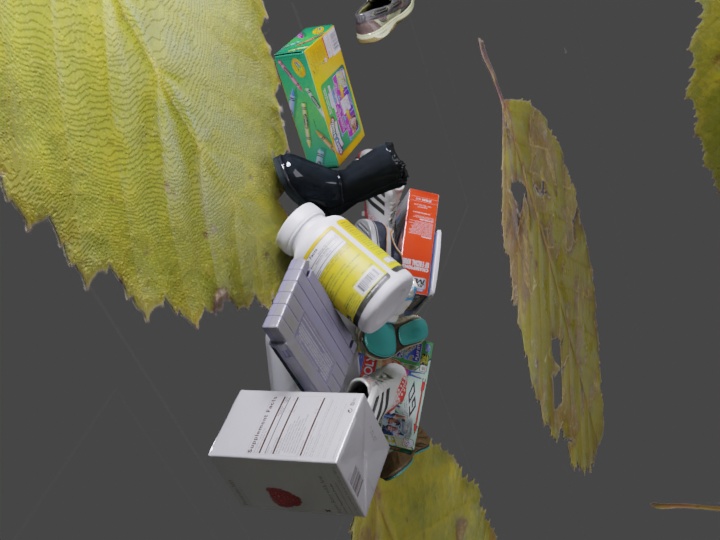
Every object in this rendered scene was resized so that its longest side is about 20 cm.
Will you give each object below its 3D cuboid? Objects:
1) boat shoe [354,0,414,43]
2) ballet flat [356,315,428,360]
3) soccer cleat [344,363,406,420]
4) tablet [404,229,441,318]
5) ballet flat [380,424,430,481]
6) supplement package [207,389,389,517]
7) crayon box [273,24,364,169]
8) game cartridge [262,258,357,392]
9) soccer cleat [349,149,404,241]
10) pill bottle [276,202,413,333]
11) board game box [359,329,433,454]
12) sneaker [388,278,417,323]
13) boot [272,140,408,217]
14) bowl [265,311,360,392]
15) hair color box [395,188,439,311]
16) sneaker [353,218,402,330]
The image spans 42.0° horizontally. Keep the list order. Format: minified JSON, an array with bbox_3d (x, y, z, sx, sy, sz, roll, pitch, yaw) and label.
[{"bbox_3d":[0.044,-0.489,1.729,0.201,0.071,0.066,-58,143,-42],"label":"boat shoe"},{"bbox_3d":[0.040,0.114,1.567,0.199,0.062,0.068,-2,85,-54],"label":"ballet flat"},{"bbox_3d":[0.017,0.192,1.459,0.200,0.068,0.086,-46,133,-49],"label":"soccer cleat"},{"bbox_3d":[0.118,0.016,1.777,0.200,0.014,0.131,123,-23,-67],"label":"tablet"},{"bbox_3d":[0.075,0.328,1.754,0.200,0.068,0.073,-20,86,-62],"label":"ballet flat"},{"bbox_3d":[-0.082,0.248,1.283,0.122,0.199,0.120,66,34,-36],"label":"supplement package"},{"bbox_3d":[-0.063,-0.278,1.514,0.119,0.058,0.201,-55,136,-49],"label":"crayon box"},{"bbox_3d":[-0.071,0.097,1.344,0.201,0.038,0.130,62,42,-41],"label":"game cartridge"},{"bbox_3d":[0.044,-0.127,1.687,0.069,0.085,0.201,-57,137,-49],"label":"soccer cleat"},{"bbox_3d":[-0.027,-0.009,1.405,0.112,0.200,0.113,-44,163,-17],"label":"pill bottle"},{"bbox_3d":[0.044,0.204,1.619,0.029,0.134,0.201,108,-4,-63],"label":"board game box"},{"bbox_3d":[0.000,0.000,1.518,0.199,0.081,0.077,33,18,-18],"label":"sneaker"},{"bbox_3d":[-0.025,-0.156,1.450,0.200,0.167,0.077,38,28,-60],"label":"boot"},{"bbox_3d":[-0.078,0.143,1.439,0.200,0.074,0.201,-24,109,-63],"label":"bowl"},{"bbox_3d":[0.094,-0.037,1.753,0.111,0.063,0.201,125,-26,-68],"label":"hair color box"},{"bbox_3d":[0.034,0.012,1.650,0.079,0.078,0.202,5,82,-41],"label":"sneaker"}]
